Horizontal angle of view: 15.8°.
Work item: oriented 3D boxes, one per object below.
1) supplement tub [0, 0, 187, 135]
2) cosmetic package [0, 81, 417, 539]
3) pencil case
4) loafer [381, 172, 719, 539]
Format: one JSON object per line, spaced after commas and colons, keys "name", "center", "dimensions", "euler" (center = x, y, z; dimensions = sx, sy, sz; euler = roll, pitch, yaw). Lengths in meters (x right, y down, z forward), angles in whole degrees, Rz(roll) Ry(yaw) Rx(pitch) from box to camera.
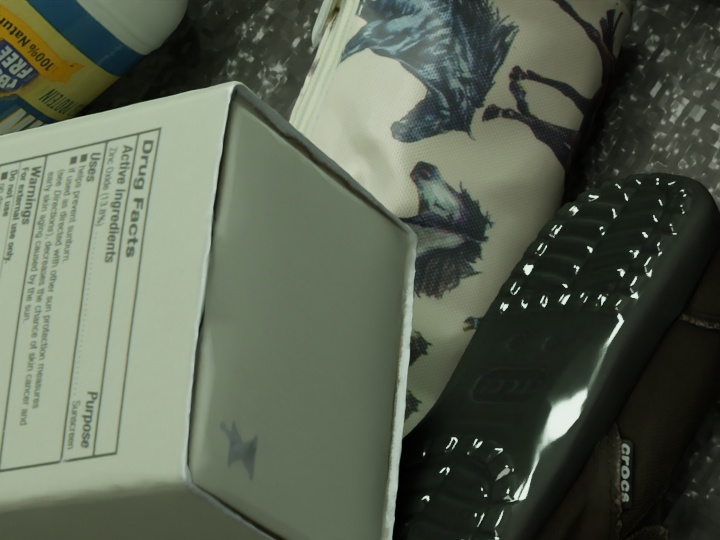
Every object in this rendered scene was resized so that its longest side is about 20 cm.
{"name": "supplement tub", "center": [-0.166, -0.071, 0.760], "dimensions": [0.200, 0.145, 0.145], "euler": [-39, 64, 6]}
{"name": "cosmetic package", "center": [-0.093, 0.033, 0.645], "dimensions": [0.199, 0.087, 0.104], "euler": [-9, 61, 32]}
{"name": "pencil case", "center": [0.000, 0.000, 0.705], "dimensions": [0.089, 0.078, 0.201], "euler": [24, 82, -10]}
{"name": "loafer", "center": [0.044, 0.067, 0.650], "dimensions": [0.200, 0.071, 0.073], "euler": [-52, 29, -19]}
